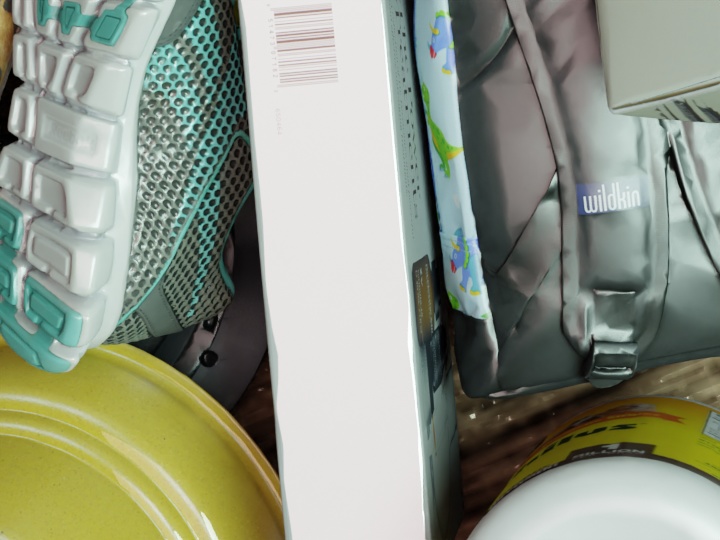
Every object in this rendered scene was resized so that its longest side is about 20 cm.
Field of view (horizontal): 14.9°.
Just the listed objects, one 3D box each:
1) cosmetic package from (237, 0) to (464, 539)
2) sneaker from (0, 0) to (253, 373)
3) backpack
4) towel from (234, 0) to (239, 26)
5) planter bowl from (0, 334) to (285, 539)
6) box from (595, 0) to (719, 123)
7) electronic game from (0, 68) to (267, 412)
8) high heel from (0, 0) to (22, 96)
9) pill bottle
[{"bbox_3d":[0.000,0.000,0.931,0.052,0.151,0.200,-5,94,4],"label":"cosmetic package"},{"bbox_3d":[-0.067,-0.065,0.920,0.078,0.091,0.200,30,113,42],"label":"sneaker"},{"bbox_3d":[0.087,-0.079,0.921,0.163,0.154,0.200,-15,110,3],"label":"backpack"},{"bbox_3d":[-0.096,-0.174,0.965,0.200,0.018,0.086,39,101,-17],"label":"towel"},{"bbox_3d":[-0.120,0.126,0.943,0.200,0.083,0.201,6,106,21],"label":"planter bowl"},{"bbox_3d":[0.165,-0.086,0.850,0.068,0.200,0.082,-14,77,50],"label":"box"},{"bbox_3d":[-0.126,-0.010,1.008,0.200,0.042,0.200,0,93,3],"label":"electronic game"},{"bbox_3d":[-0.170,-0.079,0.941,0.143,0.071,0.200,-37,104,-3],"label":"high heel"},{"bbox_3d":[0.092,0.101,0.897,0.109,0.200,0.109,1,95,10],"label":"pill bottle"}]
